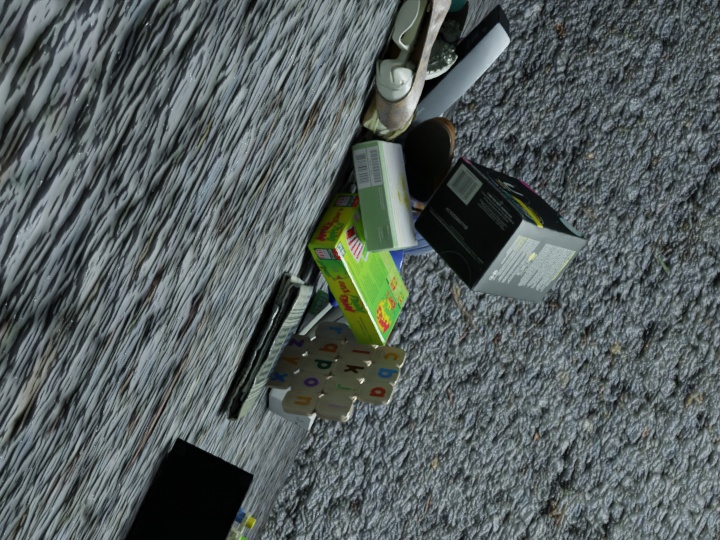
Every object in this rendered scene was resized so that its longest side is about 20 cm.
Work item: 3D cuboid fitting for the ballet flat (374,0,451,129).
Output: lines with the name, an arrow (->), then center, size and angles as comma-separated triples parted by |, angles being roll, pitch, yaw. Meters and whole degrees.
ballet flat -> 0.052, -0.272, 1.410 | 0.067, 0.067, 0.203 | -15, 126, -60

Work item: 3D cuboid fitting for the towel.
towel -> -0.121, 0.097, 1.483 | 0.195, 0.034, 0.200 | -63, 178, -1

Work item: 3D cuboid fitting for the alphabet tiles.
alphabet tiles -> -0.039, 0.140, 1.611 | 0.201, 0.192, 0.015 | -65, 156, -53

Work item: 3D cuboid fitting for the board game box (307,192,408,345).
board game box -> 0.000, 0.000, 1.600 | 0.102, 0.047, 0.201 | -62, 141, -35

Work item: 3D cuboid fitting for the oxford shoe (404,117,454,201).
oxford shoe -> 0.108, -0.177, 1.660 | 0.071, 0.071, 0.200 | -46, 172, -19

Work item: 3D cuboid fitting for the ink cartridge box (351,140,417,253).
ink cartridge box -> 0.049, -0.103, 1.609 | 0.199, 0.047, 0.148 | -8, 89, -68

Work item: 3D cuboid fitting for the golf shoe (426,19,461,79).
golf shoe -> 0.093, -0.299, 1.645 | 0.098, 0.078, 0.200 | -61, 178, 32

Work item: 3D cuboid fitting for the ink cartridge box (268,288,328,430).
ink cartridge box -> -0.079, 0.154, 1.928 | 0.146, 0.083, 0.202 | 103, 12, -72

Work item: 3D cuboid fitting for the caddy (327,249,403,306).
caddy -> -0.004, -0.025, 1.755 | 0.201, 0.103, 0.143 | 118, -20, -56

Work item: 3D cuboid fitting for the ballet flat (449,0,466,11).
ballet flat -> 0.144, -0.455, 1.590 | 0.201, 0.066, 0.063 | 115, -25, -46

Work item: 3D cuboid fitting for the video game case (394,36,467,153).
video game case -> 0.106, -0.281, 1.840 | 0.203, 0.018, 0.143 | -66, -155, -2

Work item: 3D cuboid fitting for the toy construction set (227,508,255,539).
toy construction set -> -0.234, 0.476, 1.812 | 0.131, 0.090, 0.204 | 23, 81, -86

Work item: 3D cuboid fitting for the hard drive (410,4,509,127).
hard drive -> 0.144, -0.297, 1.678 | 0.200, 0.042, 0.135 | -44, -167, 22

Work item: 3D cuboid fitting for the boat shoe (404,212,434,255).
boat shoe -> 0.057, -0.066, 1.857 | 0.062, 0.197, 0.073 | -58, 137, -53

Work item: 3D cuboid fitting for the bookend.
bookend -> -0.187, 0.291, 1.227 | 0.200, 0.091, 0.201 | 93, 21, -82

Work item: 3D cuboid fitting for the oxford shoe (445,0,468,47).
oxford shoe -> 0.118, -0.340, 1.777 | 0.071, 0.070, 0.203 | -84, -163, -74

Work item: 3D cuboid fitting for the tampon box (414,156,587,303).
tampon box -> 0.205, -0.055, 1.663 | 0.199, 0.150, 0.127 | 11, 121, -52

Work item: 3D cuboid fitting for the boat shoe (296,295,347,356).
boat shoe -> -0.063, 0.103, 1.809 | 0.202, 0.060, 0.072 | -48, -178, -37

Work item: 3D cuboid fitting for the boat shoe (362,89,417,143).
boat shoe -> 0.044, -0.207, 1.571 | 0.200, 0.062, 0.074 | -45, 158, -82

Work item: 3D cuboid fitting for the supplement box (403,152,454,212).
supplement box -> 0.105, -0.131, 1.823 | 0.126, 0.196, 0.075 | 59, 47, -84
